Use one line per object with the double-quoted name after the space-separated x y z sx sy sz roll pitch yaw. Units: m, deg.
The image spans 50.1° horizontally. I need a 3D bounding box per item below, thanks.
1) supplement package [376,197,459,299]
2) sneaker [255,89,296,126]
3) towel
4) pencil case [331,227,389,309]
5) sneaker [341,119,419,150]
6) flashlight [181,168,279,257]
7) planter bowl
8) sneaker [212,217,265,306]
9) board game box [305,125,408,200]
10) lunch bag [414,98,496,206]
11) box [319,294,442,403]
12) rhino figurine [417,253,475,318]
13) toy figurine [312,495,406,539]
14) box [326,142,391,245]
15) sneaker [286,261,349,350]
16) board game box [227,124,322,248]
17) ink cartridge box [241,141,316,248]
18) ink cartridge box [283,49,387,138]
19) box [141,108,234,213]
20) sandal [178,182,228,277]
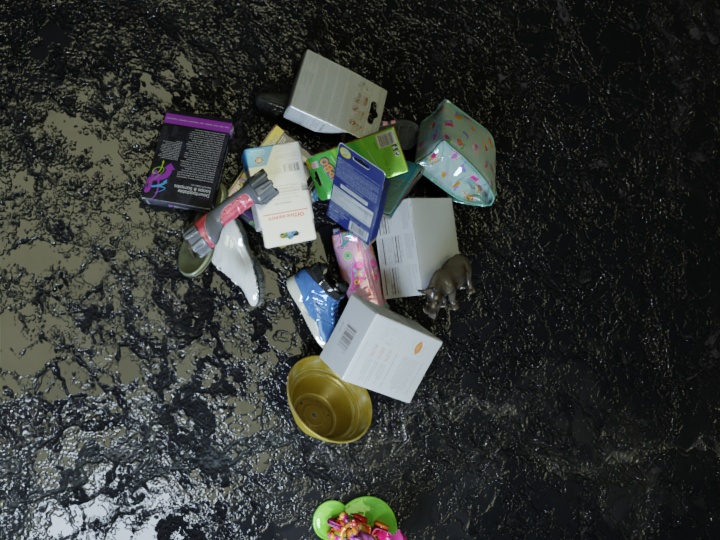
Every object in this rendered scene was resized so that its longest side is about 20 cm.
0.126 -0.049 1.663 0.155 0.110 0.203 -6 88 -48 "supplement package"
-0.130 -0.358 1.655 0.198 0.076 0.092 9 73 -25 "sneaker"
0.024 -0.187 1.632 0.147 0.198 0.022 -55 140 -20 "towel"
0.000 0.000 1.659 0.086 0.087 0.203 -15 92 -19 "pencil case"
0.045 -0.304 1.709 0.198 0.082 0.071 -11 115 -42 "sneaker"
-0.247 -0.108 1.482 0.199 0.068 0.068 -35 115 -2 "flashlight"
-0.080 0.283 1.591 0.198 0.084 0.202 22 42 -21 "planter bowl"
-0.256 -0.016 1.581 0.086 0.075 0.202 -25 81 4 "sneaker"
-0.008 -0.220 1.596 0.198 0.030 0.097 -18 106 11 "board game box"
0.223 -0.249 1.703 0.199 0.122 0.172 33 42 -24 "lunch bag"
0.043 0.164 1.598 0.199 0.106 0.154 25 96 -37 "box"
0.173 0.035 1.574 0.200 0.059 0.088 -38 119 -46 "rhino figurine"
0.016 0.547 1.571 0.198 0.184 0.152 25 78 -15 "toy figurine"
-0.004 -0.156 1.539 0.121 0.201 0.032 37 53 19 "box"
-0.061 0.079 1.619 0.110 0.077 0.202 -30 91 13 "sneaker"
-0.173 -0.176 1.627 0.165 0.057 0.201 36 76 -11 "board game box"
-0.166 -0.149 1.562 0.114 0.067 0.203 -11 89 -17 "ink cartridge box"
-0.050 -0.355 1.628 0.198 0.047 0.162 23 59 -18 "ink cartridge box"
-0.342 -0.218 1.540 0.141 0.036 0.203 10 71 5 "box"
-0.326 -0.087 1.544 0.057 0.079 0.204 24 80 -61 "sandal"
